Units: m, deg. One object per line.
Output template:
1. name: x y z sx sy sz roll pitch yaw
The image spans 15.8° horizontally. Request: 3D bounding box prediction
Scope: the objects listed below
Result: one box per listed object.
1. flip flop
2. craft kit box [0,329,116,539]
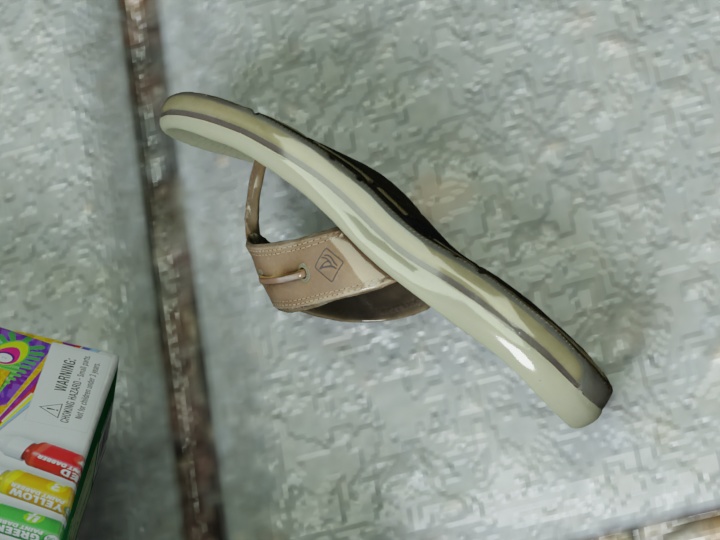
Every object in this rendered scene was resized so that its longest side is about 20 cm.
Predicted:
1. flip flop: 0.000 0.000 0.903 0.200 0.081 0.058 38 97 21
2. craft kit box: -0.190 0.073 0.809 0.196 0.049 0.200 11 31 -1
